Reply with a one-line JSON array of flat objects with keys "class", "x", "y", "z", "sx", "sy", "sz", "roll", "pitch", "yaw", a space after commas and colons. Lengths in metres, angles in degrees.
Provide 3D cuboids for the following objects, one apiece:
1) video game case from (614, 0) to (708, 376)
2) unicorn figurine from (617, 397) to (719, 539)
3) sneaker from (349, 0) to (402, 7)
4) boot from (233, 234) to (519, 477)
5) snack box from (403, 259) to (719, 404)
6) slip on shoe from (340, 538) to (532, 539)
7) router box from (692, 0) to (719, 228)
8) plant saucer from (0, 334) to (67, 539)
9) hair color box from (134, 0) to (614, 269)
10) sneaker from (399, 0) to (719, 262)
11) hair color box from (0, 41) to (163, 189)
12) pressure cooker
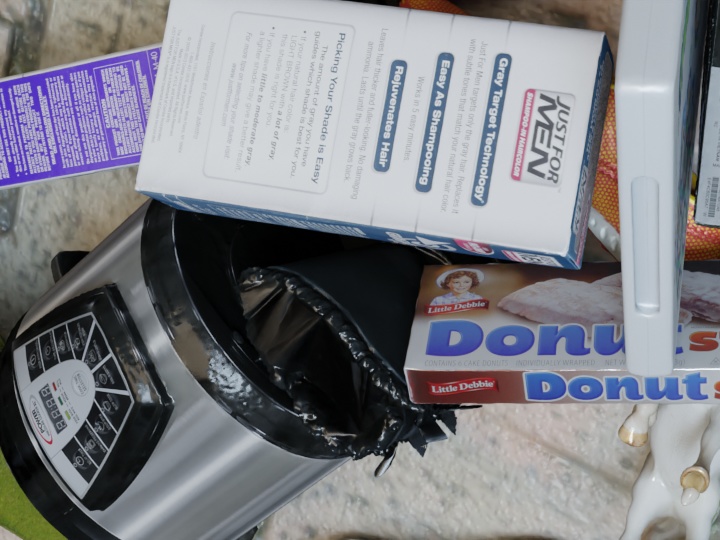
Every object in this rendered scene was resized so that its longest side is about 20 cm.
[{"class": "video game case", "x": 0.123, "y": -0.089, "z": 0.646, "sx": 0.024, "sy": 0.201, "sz": 0.182, "roll": 3, "pitch": 146, "yaw": 14}, {"class": "unicorn figurine", "x": 0.163, "y": 0.071, "z": 0.756, "sx": 0.074, "sy": 0.137, "sz": 0.201, "roll": 35, "pitch": 130, "yaw": 10}, {"class": "sneaker", "x": 0.034, "y": -0.158, "z": 0.807, "sx": 0.200, "sy": 0.073, "sz": 0.082, "roll": -38, "pitch": 85, "yaw": 33}, {"class": "boot", "x": -0.001, "y": 0.000, "z": 0.804, "sx": 0.199, "sy": 0.162, "sz": 0.073, "roll": 51, "pitch": 126, "yaw": 14}, {"class": "snack box", "x": 0.122, "y": 0.027, "z": 0.710, "sx": 0.199, "sy": 0.072, "sz": 0.024, "roll": -1, "pitch": 130, "yaw": 12}, {"class": "slip on shoe", "x": 0.049, "y": 0.183, "z": 0.872, "sx": 0.199, "sy": 0.061, "sz": 0.075, "roll": 1, "pitch": 98, "yaw": 30}, {"class": "router box", "x": 0.167, "y": -0.138, "z": 0.641, "sx": 0.051, "sy": 0.149, "sz": 0.201, "roll": 6, "pitch": 122, "yaw": 11}, {"class": "plant saucer", "x": -0.237, "y": 0.059, "z": 0.957, "sx": 0.048, "sy": 0.200, "sz": 0.200, "roll": -34, "pitch": 68, "yaw": -5}, {"class": "hair color box", "x": 0.007, "y": -0.065, "z": 0.731, "sx": 0.199, "sy": 0.061, "sz": 0.101, "roll": 9, "pitch": 86, "yaw": 15}, {"class": "sneaker", "x": 0.104, "y": -0.076, "z": 0.781, "sx": 0.200, "sy": 0.073, "sz": 0.077, "roll": 37, "pitch": 115, "yaw": 1}, {"class": "hair color box", "x": -0.140, "y": -0.087, "z": 0.903, "sx": 0.199, "sy": 0.109, "sz": 0.065, "roll": -5, "pitch": 99, "yaw": 32}, {"class": "pressure cooker", "x": -0.097, "y": 0.065, "z": 0.871, "sx": 0.178, "sy": 0.176, "sz": 0.200, "roll": 40, "pitch": 124, "yaw": -20}]
